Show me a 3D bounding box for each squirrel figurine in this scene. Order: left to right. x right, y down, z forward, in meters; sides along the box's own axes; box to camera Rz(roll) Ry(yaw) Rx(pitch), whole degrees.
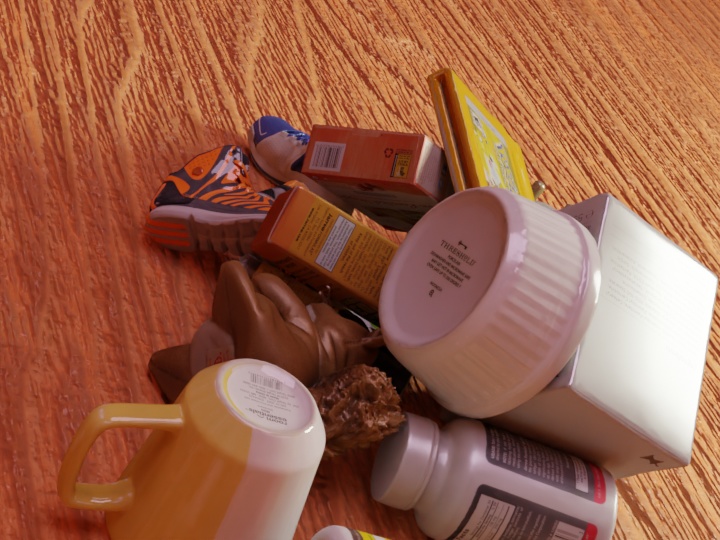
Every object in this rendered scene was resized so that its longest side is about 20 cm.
[{"bbox_3d":[-0.049,0.096,1.292,0.186,0.142,0.200,6,36,-47],"label":"squirrel figurine"}]

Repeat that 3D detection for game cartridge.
[{"bbox_3d":[0.139,-0.094,1.521,0.200,0.032,0.177,34,39,-54],"label":"game cartridge"}]

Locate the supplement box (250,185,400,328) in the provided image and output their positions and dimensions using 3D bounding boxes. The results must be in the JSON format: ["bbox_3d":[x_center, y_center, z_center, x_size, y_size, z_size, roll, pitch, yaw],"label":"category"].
[{"bbox_3d":[0.000,0.000,1.387,0.200,0.069,0.067,30,-15,-14],"label":"supplement box"}]

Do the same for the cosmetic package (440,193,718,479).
[{"bbox_3d":[0.204,0.069,1.348,0.166,0.167,0.201,33,58,-29],"label":"cosmetic package"}]

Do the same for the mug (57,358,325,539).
[{"bbox_3d":[-0.111,0.155,1.113,0.149,0.153,0.186,43,33,22],"label":"mug"}]

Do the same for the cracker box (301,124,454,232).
[{"bbox_3d":[0.046,-0.088,1.530,0.134,0.058,0.200,8,-11,31],"label":"cracker box"}]

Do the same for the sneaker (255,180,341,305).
[{"bbox_3d":[-0.065,-0.015,1.509,0.077,0.078,0.200,-8,41,-28],"label":"sneaker"}]

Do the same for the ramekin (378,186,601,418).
[{"bbox_3d":[0.102,0.019,1.272,0.094,0.202,0.203,32,24,-31],"label":"ramekin"}]

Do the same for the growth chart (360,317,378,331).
[{"bbox_3d":[0.049,0.028,1.582,0.200,0.018,0.145,-5,47,-44],"label":"growth chart"}]

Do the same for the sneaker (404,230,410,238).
[{"bbox_3d":[0.113,-0.015,1.515,0.106,0.075,0.200,10,-2,-12],"label":"sneaker"}]

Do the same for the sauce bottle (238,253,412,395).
[{"bbox_3d":[-0.041,0.058,1.417,0.200,0.065,0.065,31,29,0],"label":"sauce bottle"}]

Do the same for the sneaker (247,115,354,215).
[{"bbox_3d":[-0.045,-0.126,1.646,0.080,0.115,0.200,5,37,-37],"label":"sneaker"}]

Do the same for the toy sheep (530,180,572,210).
[{"bbox_3d":[0.192,-0.017,1.659,0.138,0.138,0.200,22,21,-11],"label":"toy sheep"}]

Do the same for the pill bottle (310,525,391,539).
[{"bbox_3d":[0.050,0.270,1.116,0.199,0.109,0.109,18,31,-17],"label":"pill bottle"}]

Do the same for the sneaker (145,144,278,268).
[{"bbox_3d":[-0.109,-0.071,1.469,0.199,0.078,0.112,11,52,7],"label":"sneaker"}]

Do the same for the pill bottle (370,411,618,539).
[{"bbox_3d":[0.115,0.195,1.287,0.199,0.111,0.111,22,30,-13],"label":"pill bottle"}]
